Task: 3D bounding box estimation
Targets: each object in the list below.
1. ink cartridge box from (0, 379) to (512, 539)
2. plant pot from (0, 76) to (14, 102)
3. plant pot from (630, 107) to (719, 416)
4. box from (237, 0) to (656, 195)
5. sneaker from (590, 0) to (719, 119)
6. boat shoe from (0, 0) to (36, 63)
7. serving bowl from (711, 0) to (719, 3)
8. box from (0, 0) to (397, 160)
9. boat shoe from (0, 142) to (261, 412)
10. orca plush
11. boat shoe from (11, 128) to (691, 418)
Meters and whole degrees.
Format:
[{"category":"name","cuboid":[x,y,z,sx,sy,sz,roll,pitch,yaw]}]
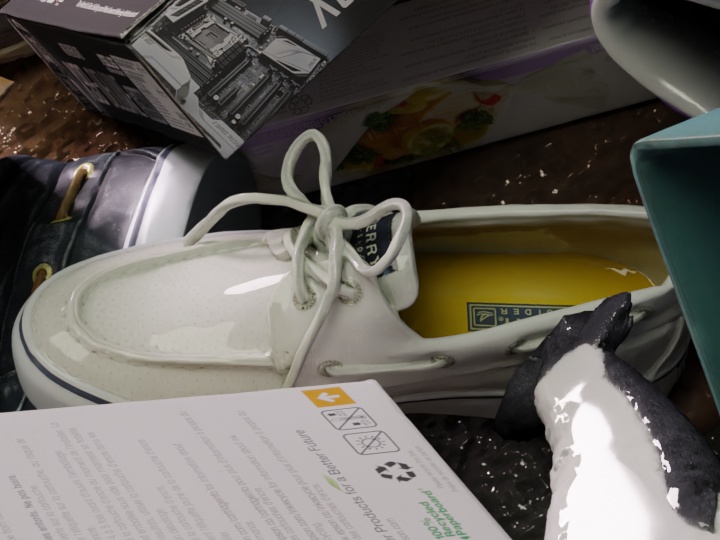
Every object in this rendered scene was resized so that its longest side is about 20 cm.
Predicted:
[{"category":"ink cartridge box","cuboid":[-0.049,0.093,0.646,0.199,0.047,0.198,-6,29,-23]},{"category":"plant pot","cuboid":[-0.181,0.009,0.866,0.027,0.200,0.200,42,73,-7]},{"category":"plant pot","cuboid":[0.204,-0.007,0.710,0.199,0.142,0.141,-26,12,-24]},{"category":"box","cuboid":[0.054,-0.071,0.910,0.199,0.039,0.042,-16,52,11]},{"category":"sneaker","cuboid":[0.161,-0.066,0.805,0.200,0.073,0.114,9,37,5]},{"category":"boat shoe","cuboid":[-0.092,-0.158,1.010,0.200,0.073,0.074,-45,52,-13]},{"category":"serving bowl","cuboid":[0.123,-0.126,0.768,0.199,0.066,0.201,3,40,-2]},{"category":"box","cuboid":[-0.025,-0.112,0.896,0.158,0.050,0.200,-43,17,-7]},{"category":"boat shoe","cuboid":[-0.099,0.045,0.874,0.091,0.071,0.201,-1,50,24]},{"category":"orca plush","cuboid":[0.072,0.102,0.727,0.105,0.071,0.200,-32,36,4]},{"category":"boat shoe","cuboid":[0.001,0.004,0.804,0.201,0.086,0.075,1,53,-5]}]
